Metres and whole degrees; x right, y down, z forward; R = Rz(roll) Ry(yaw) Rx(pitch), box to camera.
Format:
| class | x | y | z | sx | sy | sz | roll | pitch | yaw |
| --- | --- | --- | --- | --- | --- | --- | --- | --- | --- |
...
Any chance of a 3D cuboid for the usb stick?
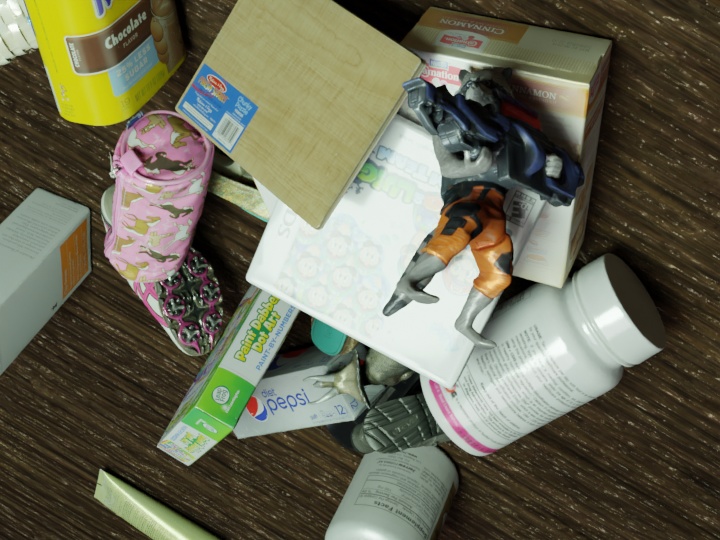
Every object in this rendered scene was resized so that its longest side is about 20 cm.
| class | x | y | z | sx | sy | sz | roll | pitch | yaw |
| --- | --- | --- | --- | --- | --- | --- | --- | --- | --- |
| usb stick | 0.019 | 0.133 | 1.200 | 0.055 | 0.033 | 0.200 | 39 | 136 | 5 |

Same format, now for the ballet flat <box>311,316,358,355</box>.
| class | x | y | z | sx | sy | sz | roll | pitch | yaw |
| --- | --- | --- | --- | --- | --- | --- | --- | --- | --- |
| ballet flat | 0.000 | 0.000 | 1.071 | 0.070 | 0.065 | 0.200 | 37 | 136 | 11 |

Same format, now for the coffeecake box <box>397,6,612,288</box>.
| class | x | y | z | sx | sy | sz | roll | pitch | yaw |
| --- | --- | --- | --- | --- | --- | --- | --- | --- | --- |
| coffeecake box | 0.113 | -0.100 | 0.915 | 0.153 | 0.073 | 0.201 | 16 | 134 | 18 |

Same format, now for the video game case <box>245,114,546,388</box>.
| class | x | y | z | sx | sy | sz | roll | pitch | yaw |
| --- | --- | --- | --- | --- | --- | --- | --- | --- | --- |
| video game case | 0.025 | -0.027 | 0.903 | 0.199 | 0.024 | 0.183 | 27 | 108 | 9 |

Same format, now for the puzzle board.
| class | x | y | z | sx | sy | sz | roll | pitch | yaw |
| --- | --- | --- | --- | --- | --- | --- | --- | --- | --- |
| puzzle board | -0.053 | -0.145 | 0.889 | 0.200 | 0.017 | 0.151 | 40 | 103 | 34 |

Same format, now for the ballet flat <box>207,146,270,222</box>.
| class | x | y | z | sx | sy | sz | roll | pitch | yaw |
| --- | --- | --- | --- | --- | --- | --- | --- | --- | --- |
| ballet flat | -0.107 | -0.094 | 1.048 | 0.199 | 0.071 | 0.071 | 23 | 135 | 11 |

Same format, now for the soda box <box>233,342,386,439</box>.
| class | x | y | z | sx | sy | sz | roll | pitch | yaw |
| --- | --- | --- | --- | --- | --- | --- | --- | --- | --- |
| soda box | -0.070 | 0.128 | 1.201 | 0.200 | 0.063 | 0.068 | -18 | 105 | 45 |

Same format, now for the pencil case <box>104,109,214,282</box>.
| class | x | y | z | sx | sy | sz | roll | pitch | yaw |
| --- | --- | --- | --- | --- | --- | --- | --- | --- | --- |
| pencil case | -0.188 | -0.062 | 1.015 | 0.086 | 0.083 | 0.200 | 21 | 150 | -4 |

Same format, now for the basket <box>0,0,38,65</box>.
| class | x | y | z | sx | sy | sz | roll | pitch | yaw |
| --- | --- | --- | --- | --- | --- | --- | --- | --- | --- |
| basket | -0.361 | -0.252 | 0.979 | 0.199 | 0.139 | 0.177 | -12 | 125 | 5 |

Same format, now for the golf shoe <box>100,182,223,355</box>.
| class | x | y | z | sx | sy | sz | roll | pitch | yaw |
| --- | --- | --- | --- | --- | --- | --- | --- | --- | --- |
| golf shoe | -0.207 | -0.002 | 1.159 | 0.092 | 0.072 | 0.201 | -25 | 89 | 54 |

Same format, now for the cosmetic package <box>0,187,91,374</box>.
| class | x | y | z | sx | sy | sz | roll | pitch | yaw |
| --- | --- | --- | --- | --- | --- | --- | --- | --- | --- |
| cosmetic package | -0.369 | 0.015 | 1.186 | 0.071 | 0.200 | 0.102 | 22 | 136 | 10 |

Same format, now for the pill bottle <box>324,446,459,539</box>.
| class | x | y | z | sx | sy | sz | roll | pitch | yaw |
| --- | --- | --- | --- | --- | --- | --- | --- | --- | --- |
| pill bottle | 0.025 | 0.285 | 1.209 | 0.114 | 0.200 | 0.115 | 15 | 134 | 16 |

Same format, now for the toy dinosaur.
| class | x | y | z | sx | sy | sz | roll | pitch | yaw |
| --- | --- | --- | --- | --- | --- | --- | --- | --- | --- |
| toy dinosaur | 0.042 | 0.065 | 1.059 | 0.077 | 0.102 | 0.200 | 47 | 120 | 10 |

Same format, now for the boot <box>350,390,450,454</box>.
| class | x | y | z | sx | sy | sz | roll | pitch | yaw |
| --- | --- | --- | --- | --- | --- | --- | --- | --- | --- |
| boot | 0.088 | 0.144 | 1.143 | 0.199 | 0.068 | 0.131 | -12 | 171 | -5 |

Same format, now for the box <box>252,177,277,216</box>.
| class | x | y | z | sx | sy | sz | roll | pitch | yaw |
| --- | --- | --- | --- | --- | --- | --- | --- | --- | --- |
| box | -0.046 | -0.105 | 0.967 | 0.119 | 0.041 | 0.201 | -25 | 90 | 41 |

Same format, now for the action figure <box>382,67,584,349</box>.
| class | x | y | z | sx | sy | sz | roll | pitch | yaw |
| --- | --- | --- | --- | --- | --- | --- | --- | --- | --- |
| action figure | 0.065 | -0.062 | 0.794 | 0.104 | 0.194 | 0.200 | 1 | 159 | 45 |

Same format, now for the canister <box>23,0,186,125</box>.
| class | x | y | z | sx | sy | sz | roll | pitch | yaw |
| --- | --- | --- | --- | --- | --- | --- | --- | --- | --- |
| canister | -0.218 | -0.240 | 0.921 | 0.086 | 0.149 | 0.201 | 11 | 134 | 19 |

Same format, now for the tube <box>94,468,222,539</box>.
| class | x | y | z | sx | sy | sz | roll | pitch | yaw |
| --- | --- | --- | --- | --- | --- | --- | --- | --- | --- |
| tube | -0.284 | 0.346 | 1.545 | 0.200 | 0.052 | 0.058 | 29 | 95 | 7 |

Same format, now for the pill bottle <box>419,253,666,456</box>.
| class | x | y | z | sx | sy | sz | roll | pitch | yaw |
| --- | --- | --- | --- | --- | --- | --- | --- | --- | --- |
| pill bottle | 0.161 | 0.075 | 0.991 | 0.200 | 0.113 | 0.113 | -34 | 108 | 27 |

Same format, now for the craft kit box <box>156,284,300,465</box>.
| class | x | y | z | sx | sy | sz | roll | pitch | yaw |
| --- | --- | --- | --- | --- | --- | --- | --- | --- | --- |
| craft kit box | -0.115 | 0.079 | 1.070 | 0.048 | 0.198 | 0.200 | 29 | 154 | -9 |
